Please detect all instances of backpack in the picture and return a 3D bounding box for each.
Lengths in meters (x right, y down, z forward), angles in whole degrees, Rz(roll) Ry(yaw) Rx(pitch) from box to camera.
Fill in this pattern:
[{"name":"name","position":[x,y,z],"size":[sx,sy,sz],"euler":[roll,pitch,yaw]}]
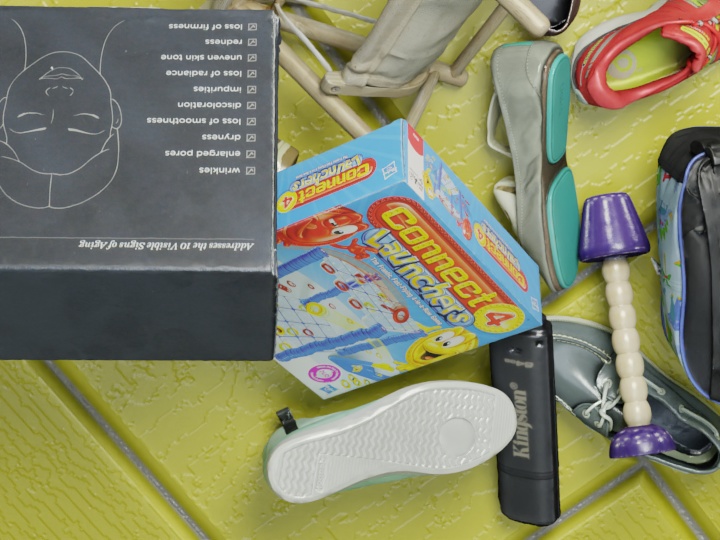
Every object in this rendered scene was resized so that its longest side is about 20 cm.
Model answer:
[{"name":"backpack","position":[0.308,-0.007,1.157],"size":[0.183,0.147,0.200],"euler":[-1,104,-1]}]

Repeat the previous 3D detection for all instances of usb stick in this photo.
[{"name":"usb stick","position":[0.130,0.118,1.230],"size":[0.055,0.033,0.200],"euler":[14,125,30]}]

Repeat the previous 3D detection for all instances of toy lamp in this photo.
[{"name":"toy lamp","position":[0.203,0.041,1.190],"size":[0.058,0.058,0.200],"euler":[-8,86,1]}]

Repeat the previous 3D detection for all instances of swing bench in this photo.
[{"name":"swing bench","position":[0.013,-0.194,1.055],"size":[0.200,0.130,0.199],"euler":[31,142,-8]}]

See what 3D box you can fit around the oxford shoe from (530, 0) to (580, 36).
[{"name":"oxford shoe","position":[0.126,-0.266,1.107],"size":[0.071,0.073,0.200],"euler":[-14,108,3]}]

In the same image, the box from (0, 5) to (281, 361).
[{"name":"box","position":[-0.151,-0.055,0.989],"size":[0.200,0.197,0.124],"euler":[1,149,-3]}]

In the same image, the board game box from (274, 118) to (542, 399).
[{"name":"board game box","position":[0.000,0.000,1.124],"size":[0.196,0.056,0.200],"euler":[-21,138,27]}]

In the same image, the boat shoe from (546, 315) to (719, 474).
[{"name":"boat shoe","position":[0.208,0.101,1.235],"size":[0.200,0.062,0.073],"euler":[30,108,-9]}]

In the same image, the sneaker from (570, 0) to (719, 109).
[{"name":"sneaker","position":[0.249,-0.173,1.134],"size":[0.200,0.085,0.077],"euler":[-32,108,9]}]

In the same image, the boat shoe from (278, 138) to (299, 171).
[{"name":"boat shoe","position":[-0.130,-0.033,1.184],"size":[0.065,0.073,0.200],"euler":[42,99,-2]}]

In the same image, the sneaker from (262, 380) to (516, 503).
[{"name":"sneaker","position":[0.016,0.126,1.221],"size":[0.200,0.118,0.074],"euler":[-12,94,-11]}]

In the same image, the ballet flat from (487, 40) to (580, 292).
[{"name":"ballet flat","position":[0.130,-0.079,1.180],"size":[0.064,0.067,0.200],"euler":[7,118,27]}]
